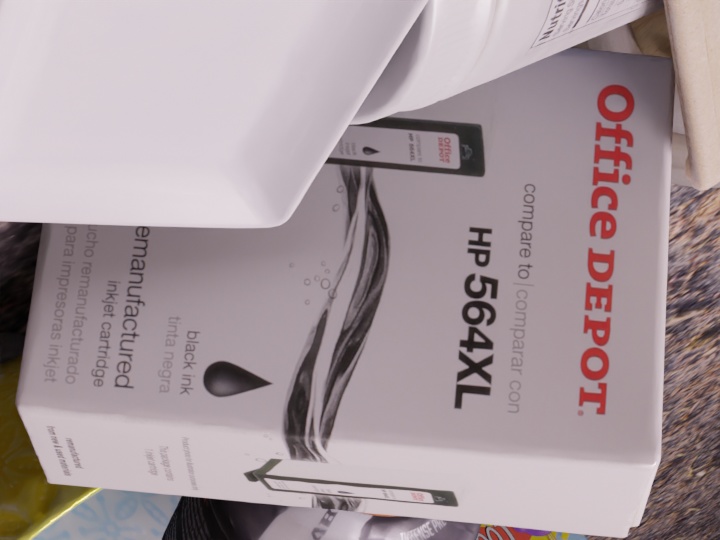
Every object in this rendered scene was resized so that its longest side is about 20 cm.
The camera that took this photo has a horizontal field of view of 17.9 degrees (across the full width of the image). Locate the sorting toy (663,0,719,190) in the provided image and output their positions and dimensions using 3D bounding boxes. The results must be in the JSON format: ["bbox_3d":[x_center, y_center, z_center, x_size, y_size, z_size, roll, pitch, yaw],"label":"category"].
[{"bbox_3d":[0.166,-0.115,0.663,0.185,0.036,0.200,-38,156,-7],"label":"sorting toy"}]

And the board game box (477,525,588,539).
[{"bbox_3d":[-0.005,0.085,1.034,0.103,0.200,0.105,-25,161,-29],"label":"board game box"}]

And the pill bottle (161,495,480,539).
[{"bbox_3d":[-0.018,0.102,0.867,0.106,0.106,0.200,-23,155,-34],"label":"pill bottle"}]

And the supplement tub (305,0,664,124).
[{"bbox_3d":[0.056,-0.133,0.676,0.200,0.132,0.132,-24,160,-30],"label":"supplement tub"}]

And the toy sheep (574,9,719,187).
[{"bbox_3d":[0.149,-0.096,0.962,0.138,0.138,0.200,-34,168,-3],"label":"toy sheep"}]

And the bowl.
[{"bbox_3d":[-0.139,0.090,0.941,0.200,0.108,0.200,-35,161,-14],"label":"bowl"}]

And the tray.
[{"bbox_3d":[-0.046,-0.061,0.596,0.107,0.022,0.200,2,156,-18],"label":"tray"}]

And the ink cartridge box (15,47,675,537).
[{"bbox_3d":[0.000,0.000,0.752,0.200,0.146,0.084,4,158,2],"label":"ink cartridge box"}]
